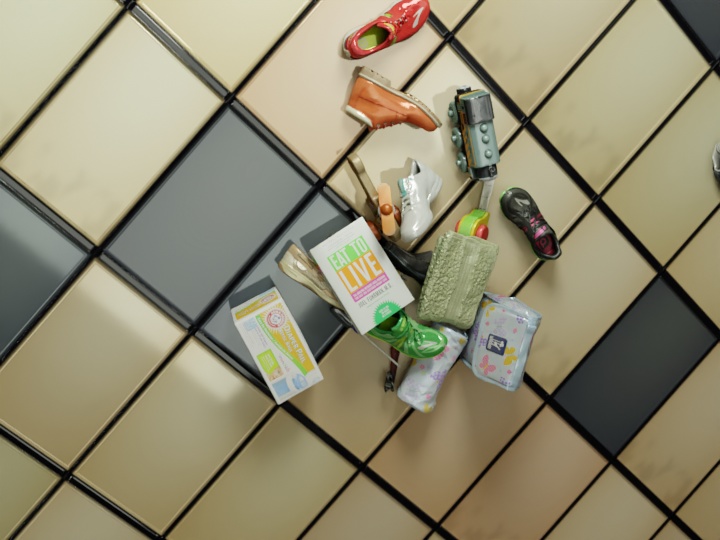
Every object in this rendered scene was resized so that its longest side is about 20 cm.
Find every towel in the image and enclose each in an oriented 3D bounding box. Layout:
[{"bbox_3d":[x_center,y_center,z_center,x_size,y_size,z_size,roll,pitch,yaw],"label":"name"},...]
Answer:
[{"bbox_3d":[0.203,0.022,1.717,0.147,0.036,0.202,13,105,-23],"label":"towel"}]

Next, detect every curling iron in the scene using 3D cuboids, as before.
[{"bbox_3d":[0.079,0.173,1.781,0.025,0.050,0.203,10,99,0],"label":"curling iron"}]

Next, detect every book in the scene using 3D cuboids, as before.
[{"bbox_3d":[0.000,0.013,1.668,0.133,0.048,0.201,-33,88,-14],"label":"book"}]

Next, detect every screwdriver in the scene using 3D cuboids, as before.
[{"bbox_3d":[0.013,0.142,1.746,0.200,0.029,0.028,42,88,-2],"label":"screwdriver"}]

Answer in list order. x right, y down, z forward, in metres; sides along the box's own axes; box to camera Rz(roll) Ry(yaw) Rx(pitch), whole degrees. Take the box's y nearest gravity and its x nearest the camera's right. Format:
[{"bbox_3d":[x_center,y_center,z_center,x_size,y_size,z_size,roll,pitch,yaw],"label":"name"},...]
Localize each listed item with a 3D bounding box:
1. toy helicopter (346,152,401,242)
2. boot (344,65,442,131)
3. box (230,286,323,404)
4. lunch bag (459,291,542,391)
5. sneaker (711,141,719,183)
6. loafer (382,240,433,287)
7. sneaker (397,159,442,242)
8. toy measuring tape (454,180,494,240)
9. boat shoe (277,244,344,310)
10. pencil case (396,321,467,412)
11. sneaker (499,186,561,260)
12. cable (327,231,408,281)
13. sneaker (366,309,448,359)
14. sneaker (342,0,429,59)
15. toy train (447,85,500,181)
[{"bbox_3d":[0.028,-0.144,1.651,0.078,0.132,0.201,-31,107,-4],"label":"toy helicopter"},{"bbox_3d":[0.066,-0.317,1.657,0.198,0.075,0.108,28,98,-9],"label":"boot"},{"bbox_3d":[-0.172,0.152,1.685,0.112,0.101,0.202,-28,107,-6],"label":"box"},{"bbox_3d":[0.301,0.147,1.748,0.126,0.200,0.172,11,101,-16],"label":"lunch bag"},{"bbox_3d":[0.894,-0.260,1.863,0.202,0.077,0.147,-41,111,-1],"label":"sneaker"},{"bbox_3d":[0.130,-0.013,1.744,0.199,0.073,0.073,35,84,-28],"label":"loafer"},{"bbox_3d":[0.103,-0.144,1.654,0.075,0.201,0.089,-24,123,37],"label":"sneaker"},{"bbox_3d":[0.245,-0.120,1.740,0.073,0.074,0.203,10,98,-15],"label":"toy measuring tape"},{"bbox_3d":[-0.074,0.020,1.696,0.199,0.071,0.065,33,94,-17],"label":"boat shoe"},{"bbox_3d":[0.157,0.210,1.787,0.090,0.083,0.202,27,94,4],"label":"pencil case"},{"bbox_3d":[0.376,-0.102,1.770,0.077,0.084,0.200,-44,108,-1],"label":"sneaker"},{"bbox_3d":[0.000,0.000,1.736,0.199,0.050,0.097,37,105,-6],"label":"cable"},{"bbox_3d":[0.088,0.129,1.711,0.198,0.084,0.075,19,72,-2],"label":"sneaker"},{"bbox_3d":[0.059,-0.472,1.609,0.199,0.085,0.077,-34,109,-4],"label":"sneaker"},{"bbox_3d":[0.237,-0.278,1.680,0.084,0.114,0.202,-15,105,-9],"label":"toy train"}]
